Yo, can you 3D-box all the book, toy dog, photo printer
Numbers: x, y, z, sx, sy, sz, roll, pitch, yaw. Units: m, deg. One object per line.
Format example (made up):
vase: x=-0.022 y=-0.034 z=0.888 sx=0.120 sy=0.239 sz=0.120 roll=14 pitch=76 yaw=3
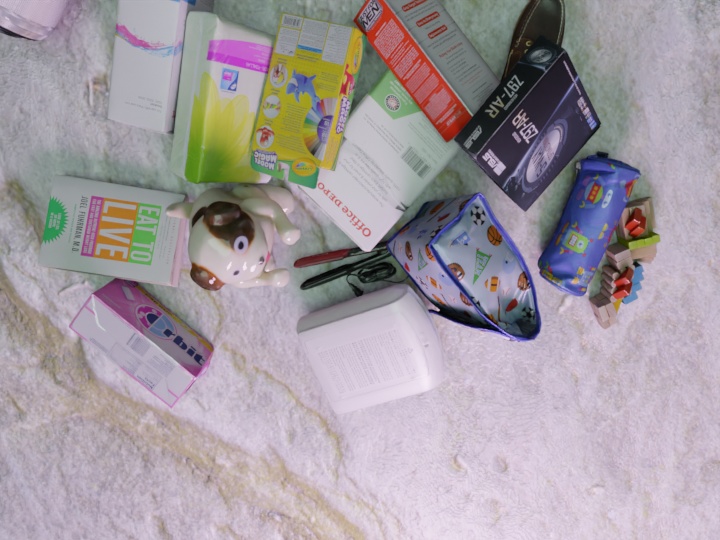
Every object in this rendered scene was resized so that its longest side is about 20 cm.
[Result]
book: x=-0.361 y=-0.058 z=0.922 sx=0.193 sy=0.048 sz=0.138 roll=8 pitch=84 yaw=-1
toy dog: x=-0.171 y=-0.052 z=0.840 sx=0.190 sy=0.200 sz=0.142 roll=27 pitch=102 yaw=-14
photo printer: x=0.022 y=0.117 z=0.933 sx=0.195 sy=0.070 sz=0.170 roll=-19 pitch=110 yaw=19

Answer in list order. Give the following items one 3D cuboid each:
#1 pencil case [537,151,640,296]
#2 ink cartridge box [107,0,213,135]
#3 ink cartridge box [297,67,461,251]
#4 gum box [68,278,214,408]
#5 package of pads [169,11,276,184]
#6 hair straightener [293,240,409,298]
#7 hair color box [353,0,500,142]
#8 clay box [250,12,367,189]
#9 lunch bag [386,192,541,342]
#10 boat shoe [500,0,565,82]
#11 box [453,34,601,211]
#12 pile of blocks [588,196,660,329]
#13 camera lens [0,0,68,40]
pencil case: x=0.321 y=-0.068 z=0.893 sx=0.085 sy=0.078 sz=0.205 roll=23 pitch=105 yaw=16
ink cartridge box: x=-0.258 y=-0.292 z=0.817 sx=0.082 sy=0.145 sz=0.206 roll=11 pitch=105 yaw=-1
ink cartridge box: x=0.025 y=-0.153 z=0.876 sx=0.146 sy=0.085 sz=0.200 roll=42 pitch=102 yaw=-9
gum box: x=-0.317 y=0.105 z=0.938 sx=0.199 sy=0.114 sz=0.066 roll=41 pitch=103 yaw=-8
package of pads: x=-0.169 y=-0.220 z=0.832 sx=0.067 sy=0.153 sz=0.206 roll=20 pitch=106 yaw=27
hair straightener: x=0.000 y=0.000 z=0.946 sx=0.194 sy=0.041 sz=0.079 roll=-14 pitch=104 yaw=1
hair color box: x=0.092 y=-0.280 z=0.815 sx=0.202 sy=0.101 sz=0.061 roll=52 pitch=141 yaw=-2
clay box: x=-0.071 y=-0.218 z=0.816 sx=0.112 sy=0.047 sz=0.206 roll=19 pitch=101 yaw=22
lunch bag: x=0.147 y=0.011 z=0.863 sx=0.124 sy=0.170 sz=0.201 roll=-42 pitch=105 yaw=-10
boat shoe: x=0.231 y=-0.276 z=0.848 sx=0.068 sy=0.070 sz=0.206 roll=16 pitch=103 yaw=-2
box: x=0.225 y=-0.182 z=0.818 sx=0.161 sy=0.199 sz=0.044 roll=-49 pitch=55 yaw=11
pile of blocks: x=0.398 y=-0.004 z=0.916 sx=0.079 sy=0.062 sz=0.206 roll=9 pitch=105 yaw=-1
camera lens: x=-0.431 y=-0.413 z=0.784 sx=0.158 sy=0.160 sz=0.202 roll=35 pitch=103 yaw=-7
